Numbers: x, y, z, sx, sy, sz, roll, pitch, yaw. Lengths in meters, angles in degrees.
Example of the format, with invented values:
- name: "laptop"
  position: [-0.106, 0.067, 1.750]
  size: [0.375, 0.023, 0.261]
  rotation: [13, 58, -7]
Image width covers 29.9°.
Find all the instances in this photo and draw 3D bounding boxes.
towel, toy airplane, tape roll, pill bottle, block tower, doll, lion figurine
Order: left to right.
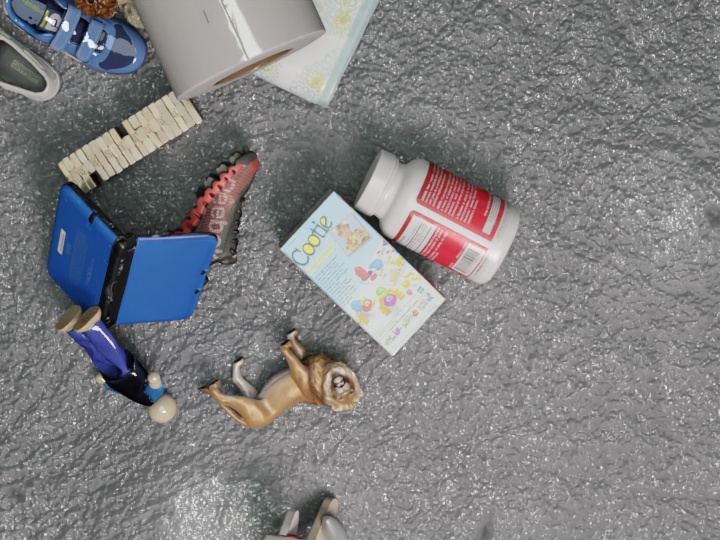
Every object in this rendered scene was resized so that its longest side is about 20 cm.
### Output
- name: "doll"
  position: [-0.303, 0.129, 1.733]
  size: [0.200, 0.136, 0.049]
  rotation: [55, 53, -32]
- name: "block tower"
  position: [-0.292, -0.168, 1.738]
  size: [0.199, 0.054, 0.058]
  rotation: [-34, 98, 0]
- name: "tape roll"
  position: [-0.158, -0.307, 1.619]
  size: [0.202, 0.203, 0.140]
  rotation: [-25, 96, -2]
- name: "lion figurine"
  position: [-0.104, 0.160, 1.784]
  size: [0.199, 0.073, 0.123]
  rotation: [-26, 105, 13]
- name: "towel"
  position: [-0.076, -0.335, 1.743]
  size: [0.170, 0.048, 0.201]
  rotation: [25, 93, -3]
- name: "toy airplane"
  position: [-0.068, 0.403, 1.736]
  size: [0.140, 0.199, 0.201]
  rotation: [20, 92, 4]
- name: "pill bottle"
  position: [0.097, -0.074, 1.746]
  size: [0.199, 0.112, 0.113]
  rotation: [27, 93, -6]

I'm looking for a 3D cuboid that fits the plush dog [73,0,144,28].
- name: "plush dog"
  position: [-0.333, -0.395, 1.653]
  size: [0.159, 0.172, 0.202]
  rotation: [-8, 97, -3]

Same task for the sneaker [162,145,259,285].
- name: "sneaker"
  position: [-0.183, -0.063, 1.748]
  size: [0.098, 0.071, 0.201]
  rotation: [36, 94, -6]

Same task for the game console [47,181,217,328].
- name: "game console"
  position: [-0.293, -0.021, 1.704]
  size: [0.171, 0.200, 0.118]
  rotation: [45, 53, 13]

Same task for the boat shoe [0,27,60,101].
- name: "boat shoe"
  position: [-0.475, -0.278, 1.708]
  size: [0.199, 0.066, 0.072]
  rotation: [35, 92, -7]

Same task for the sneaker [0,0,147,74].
- name: "sneaker"
  position: [-0.366, -0.305, 1.703]
  size: [0.199, 0.082, 0.074]
  rotation: [24, 99, -7]

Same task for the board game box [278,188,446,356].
- name: "board game box"
  position: [0.000, 0.000, 1.750]
  size: [0.200, 0.103, 0.105]
  rotation: [44, 91, -7]
